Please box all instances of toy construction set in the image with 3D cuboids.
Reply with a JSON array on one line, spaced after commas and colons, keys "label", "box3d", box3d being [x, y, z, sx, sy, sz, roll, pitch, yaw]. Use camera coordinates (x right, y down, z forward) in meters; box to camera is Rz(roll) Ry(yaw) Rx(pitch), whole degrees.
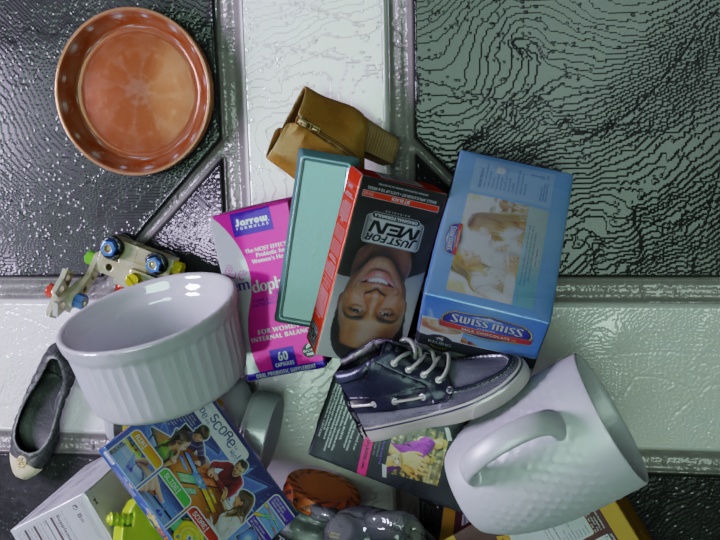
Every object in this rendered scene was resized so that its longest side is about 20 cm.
[{"label": "toy construction set", "box3d": [-0.285, 0.030, 1.159, 0.199, 0.092, 0.132, 17, 102, -5]}]

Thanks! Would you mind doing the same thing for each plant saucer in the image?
[{"label": "plant saucer", "box3d": [-0.275, -0.218, 1.141, 0.199, 0.032, 0.202, 1, 100, 8]}, {"label": "plant saucer", "box3d": [-0.051, -0.031, 1.040, 0.069, 0.019, 0.201, 10, 103, 5]}]

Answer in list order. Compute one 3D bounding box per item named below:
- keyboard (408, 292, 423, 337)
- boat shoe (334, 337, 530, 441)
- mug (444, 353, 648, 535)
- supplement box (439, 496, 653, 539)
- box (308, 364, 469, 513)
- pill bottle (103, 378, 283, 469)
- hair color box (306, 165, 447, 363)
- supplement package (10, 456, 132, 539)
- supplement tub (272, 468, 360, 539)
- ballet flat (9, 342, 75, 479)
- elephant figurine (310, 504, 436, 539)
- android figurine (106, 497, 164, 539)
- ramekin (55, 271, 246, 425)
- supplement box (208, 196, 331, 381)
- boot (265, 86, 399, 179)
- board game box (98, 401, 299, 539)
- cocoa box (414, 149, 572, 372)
[{"label": "keyboard", "box3d": [0.000, 0.000, 1.141, 0.104, 0.040, 0.201, -29, 93, -11]}, {"label": "boat shoe", "box3d": [0.067, 0.107, 0.959, 0.199, 0.075, 0.093, -22, 112, 20]}, {"label": "mug", "box3d": [0.171, 0.185, 0.943, 0.175, 0.200, 0.148, -32, 62, 16]}, {"label": "supplement box", "box3d": [0.228, 0.329, 1.101, 0.199, 0.133, 0.198, -31, 94, 12]}, {"label": "box", "box3d": [0.054, 0.189, 1.110, 0.199, 0.122, 0.107, 20, 101, 4]}, {"label": "pill bottle", "box3d": [-0.203, 0.179, 1.153, 0.199, 0.114, 0.115, 13, 101, 7]}, {"label": "hair color box", "box3d": [0.015, -0.002, 1.012, 0.101, 0.061, 0.201, 11, 103, -16]}, {"label": "supplement package", "box3d": [-0.300, 0.320, 1.147, 0.110, 0.200, 0.156, -28, 95, 13]}, {"label": "supplement tub", "box3d": [-0.072, 0.358, 1.158, 0.122, 0.123, 0.201, 17, 102, 6]}, {"label": "ballet flat", "box3d": [-0.421, 0.183, 1.216, 0.066, 0.057, 0.201, 22, 102, 5]}, {"label": "elephant figurine", "box3d": [0.051, 0.356, 1.053, 0.141, 0.156, 0.200, -26, 131, 30]}, {"label": "android figurine", "box3d": [-0.196, 0.310, 1.065, 0.199, 0.041, 0.183, 14, 70, -32]}, {"label": "ramekin", "box3d": [-0.222, 0.086, 1.029, 0.199, 0.201, 0.098, -10, 111, 10]}, {"label": "supplement box", "box3d": [-0.100, 0.018, 1.118, 0.101, 0.103, 0.201, -12, 96, 10]}, {"label": "boot", "box3d": [-0.045, -0.097, 1.069, 0.143, 0.071, 0.202, 21, 79, -21]}, {"label": "board game box", "box3d": [-0.178, 0.238, 1.045, 0.135, 0.034, 0.200, -37, 94, -32]}, {"label": "cocoa box", "box3d": [0.143, -0.006, 1.011, 0.133, 0.132, 0.201, 13, 57, 5]}]
